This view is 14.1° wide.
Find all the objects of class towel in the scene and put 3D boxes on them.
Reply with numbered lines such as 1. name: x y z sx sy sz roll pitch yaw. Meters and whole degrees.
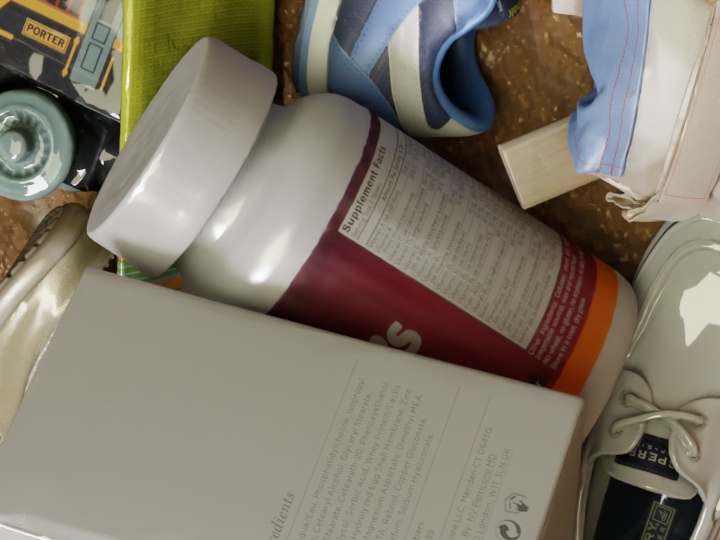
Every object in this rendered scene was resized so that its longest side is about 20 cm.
1. towel: -0.065 -0.055 1.191 0.018 0.086 0.201 16 112 37

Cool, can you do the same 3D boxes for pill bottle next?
1. pill bottle: 0.000 0.000 1.137 0.199 0.110 0.110 32 117 -13

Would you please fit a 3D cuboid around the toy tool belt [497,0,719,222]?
1. toy tool belt: 0.114 -0.115 1.083 0.122 0.125 0.201 6 107 11

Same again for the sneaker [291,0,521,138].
1. sneaker: 0.032 -0.142 1.136 0.082 0.074 0.201 21 121 18

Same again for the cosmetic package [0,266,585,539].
1. cosmetic package: -0.028 0.123 1.111 0.199 0.123 0.200 14 145 10

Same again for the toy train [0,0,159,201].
1. toy train: -0.160 -0.107 1.221 0.199 0.085 0.114 27 102 14

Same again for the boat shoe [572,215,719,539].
1. boat shoe: 0.126 0.070 1.164 0.073 0.065 0.201 13 111 18

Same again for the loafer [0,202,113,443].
1. loafer: -0.135 0.055 1.232 0.068 0.076 0.200 26 130 1
